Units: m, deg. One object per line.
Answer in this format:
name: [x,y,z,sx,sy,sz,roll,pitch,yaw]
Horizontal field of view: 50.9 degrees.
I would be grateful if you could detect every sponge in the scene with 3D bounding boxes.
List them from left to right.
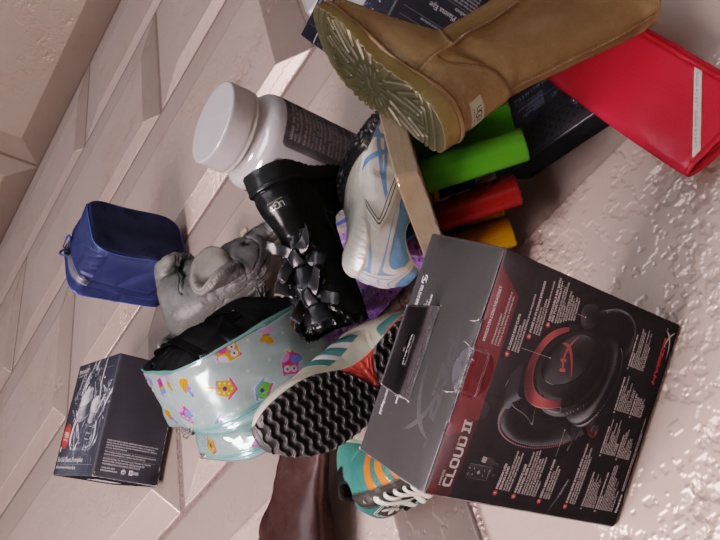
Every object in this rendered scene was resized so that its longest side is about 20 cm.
sponge: [0.000,0.000,0.812,0.200,0.030,0.112,-50,39,42]

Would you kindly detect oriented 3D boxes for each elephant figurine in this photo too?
elephant figurine: [-0.178,0.010,1.021,0.199,0.141,0.156,-18,87,33]

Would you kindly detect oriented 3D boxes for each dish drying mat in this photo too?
dish drying mat: [0.202,-0.150,0.575,0.077,0.018,0.200,-45,51,9]

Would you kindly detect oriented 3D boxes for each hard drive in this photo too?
hard drive: [0.164,-0.187,0.683,0.135,0.042,0.201,-35,48,42]

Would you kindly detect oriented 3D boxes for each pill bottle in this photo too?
pill bottle: [-0.083,-0.133,0.874,0.114,0.199,0.114,-32,48,44]

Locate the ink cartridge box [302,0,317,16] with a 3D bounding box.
ink cartridge box: [0.002,-0.438,1.019,0.200,0.084,0.145,-47,39,30]

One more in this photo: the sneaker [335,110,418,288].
sneaker: [0.019,-0.068,0.719,0.072,0.072,0.201,-46,34,45]

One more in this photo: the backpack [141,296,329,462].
backpack: [-0.118,0.107,0.789,0.154,0.175,0.200,62,151,1]

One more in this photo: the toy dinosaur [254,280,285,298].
toy dinosaur: [-0.098,0.062,0.941,0.088,0.047,0.201,12,86,51]

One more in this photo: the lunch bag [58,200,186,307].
lunch bag: [-0.418,-0.020,1.312,0.133,0.199,0.136,-53,42,29]

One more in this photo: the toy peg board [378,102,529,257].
toy peg board: [0.086,-0.083,0.649,0.097,0.200,0.201,-17,46,8]

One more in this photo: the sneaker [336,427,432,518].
sneaker: [0.040,0.177,0.654,0.200,0.071,0.080,-16,61,61]

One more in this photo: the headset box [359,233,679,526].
headset box: [0.101,0.072,0.494,0.075,0.199,0.149,16,88,57]

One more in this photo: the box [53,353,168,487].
box: [-0.389,0.241,1.204,0.200,0.104,0.183,-19,57,50]

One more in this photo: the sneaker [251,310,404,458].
sneaker: [-0.014,0.102,0.705,0.199,0.071,0.093,-34,8,-16]

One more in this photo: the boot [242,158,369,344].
boot: [-0.036,-0.021,0.748,0.073,0.198,0.163,-24,86,18]

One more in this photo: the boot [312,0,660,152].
boot: [0.089,-0.185,0.569,0.200,0.066,0.175,-34,62,-16]

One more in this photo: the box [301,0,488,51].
box: [0.042,-0.311,0.874,0.183,0.104,0.200,-61,33,16]

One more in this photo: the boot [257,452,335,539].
boot: [-0.050,0.256,0.721,0.200,0.072,0.167,2,85,63]
